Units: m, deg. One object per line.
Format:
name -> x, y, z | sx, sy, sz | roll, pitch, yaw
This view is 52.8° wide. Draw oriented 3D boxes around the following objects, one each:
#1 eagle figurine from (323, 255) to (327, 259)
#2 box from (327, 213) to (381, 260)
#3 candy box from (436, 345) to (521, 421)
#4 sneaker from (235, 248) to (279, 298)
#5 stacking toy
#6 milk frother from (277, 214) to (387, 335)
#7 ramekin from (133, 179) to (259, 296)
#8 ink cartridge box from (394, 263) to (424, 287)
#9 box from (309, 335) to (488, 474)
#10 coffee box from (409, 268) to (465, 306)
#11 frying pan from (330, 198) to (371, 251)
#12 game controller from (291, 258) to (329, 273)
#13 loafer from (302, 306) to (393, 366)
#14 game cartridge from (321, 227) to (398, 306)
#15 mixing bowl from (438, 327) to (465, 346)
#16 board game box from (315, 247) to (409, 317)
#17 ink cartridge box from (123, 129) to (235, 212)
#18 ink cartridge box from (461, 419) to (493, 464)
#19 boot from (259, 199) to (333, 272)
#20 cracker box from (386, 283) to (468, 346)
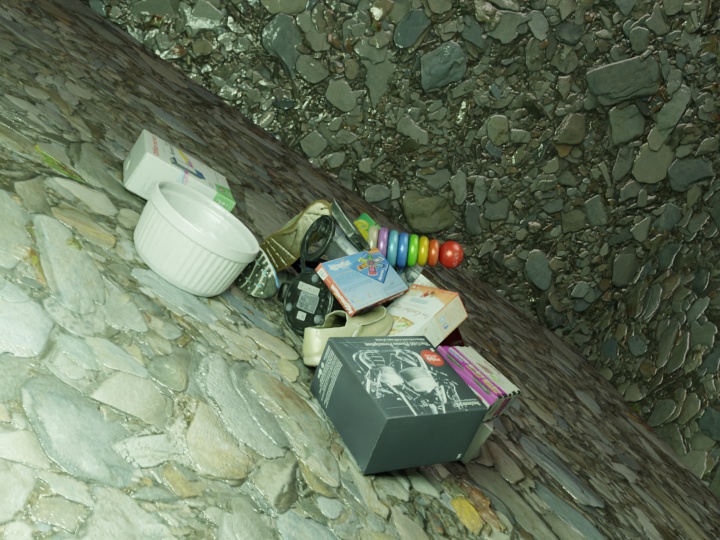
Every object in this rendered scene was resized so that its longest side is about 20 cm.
eagle figurine -> 0.013, 0.004, 1.717 | 0.152, 0.151, 0.200 | 42, 0, -28
box -> -0.015, -0.016, 1.593 | 0.048, 0.201, 0.117 | 23, 17, -44
candy box -> 0.204, 0.202, 1.311 | 0.136, 0.061, 0.199 | 42, 12, 23
sneaker -> -0.202, -0.018, 1.359 | 0.200, 0.079, 0.089 | 46, 12, 37
stacking toy -> 0.111, -0.039, 1.467 | 0.195, 0.087, 0.085 | 6, 11, 4
milk frother -> -0.040, 0.025, 1.368 | 0.180, 0.202, 0.187 | 40, 11, 36
ramekin -> -0.274, -0.048, 1.185 | 0.199, 0.106, 0.200 | 35, 12, -9
ink cartridge box -> 0.060, 0.061, 1.554 | 0.099, 0.202, 0.039 | 38, 27, 21
box -> 0.055, 0.193, 1.091 | 0.197, 0.106, 0.182 | 3, 32, -36
coffee box -> 0.110, 0.114, 1.457 | 0.114, 0.201, 0.080 | 37, 12, 4
frying pan -> -0.007, -0.061, 1.348 | 0.115, 0.031, 0.191 | 49, 8, -47
game controller -> -0.080, 0.010, 1.529 | 0.198, 0.042, 0.105 | 18, -35, 48
loafer -> -0.020, 0.098, 1.236 | 0.075, 0.070, 0.198 | 0, 19, 45
game cartridge -> 0.000, 0.000, 1.462 | 0.200, 0.038, 0.130 | 46, -21, 8
mixing bowl -> 0.139, 0.132, 1.617 | 0.202, 0.107, 0.201 | 60, -9, 16
board game box -> 0.007, 0.017, 1.288 | 0.104, 0.019, 0.199 | 53, 30, 12
ink cartridge box -> -0.358, -0.172, 1.427 | 0.198, 0.088, 0.146 | 28, 15, -29
ink cartridge box -> 0.145, 0.245, 1.342 | 0.199, 0.088, 0.145 | 40, 11, 5
boot -> -0.126, -0.069, 1.501 | 0.072, 0.199, 0.155 | 49, 8, 0
cracker box -> 0.079, 0.110, 1.304 | 0.133, 0.199, 0.058 | 10, -45, 56
